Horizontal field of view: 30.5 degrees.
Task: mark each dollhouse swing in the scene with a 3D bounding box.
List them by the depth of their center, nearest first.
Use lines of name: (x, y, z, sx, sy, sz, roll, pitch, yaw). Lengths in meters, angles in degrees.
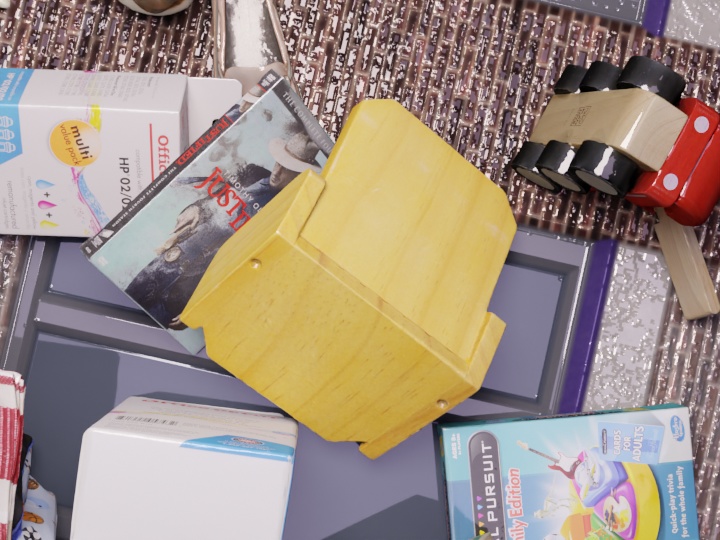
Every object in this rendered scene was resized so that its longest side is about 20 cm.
dollhouse swing: (0.000, 0.000, 1.044, 0.200, 0.176, 0.182, 37, 128, -19)

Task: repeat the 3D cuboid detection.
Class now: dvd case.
dvd case: (-0.101, -0.042, 1.030, 0.200, 0.022, 0.146, -44, 135, -5)

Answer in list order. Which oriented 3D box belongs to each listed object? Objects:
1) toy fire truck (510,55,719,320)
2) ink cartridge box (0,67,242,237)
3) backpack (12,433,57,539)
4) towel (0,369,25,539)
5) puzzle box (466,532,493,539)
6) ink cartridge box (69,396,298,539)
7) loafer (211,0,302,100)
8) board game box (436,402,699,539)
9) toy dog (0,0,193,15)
toy fire truck: (0.233, -0.057, 1.024, 0.200, 0.176, 0.129, 30, 87, -16)
ink cartridge box: (-0.193, -0.090, 1.026, 0.200, 0.068, 0.115, 1, 123, -2)
backpack: (-0.326, 0.204, 0.988, 0.190, 0.200, 0.154, -42, 103, 0)
towel: (-0.300, 0.153, 0.875, 0.144, 0.023, 0.200, 8, 101, 1)
puzzle box: (0.002, 0.251, 0.991, 0.200, 0.133, 0.025, -22, 84, 14)
ink cartridge box: (-0.123, 0.152, 0.982, 0.144, 0.200, 0.085, 8, 92, -2)
loafer: (-0.089, -0.173, 1.060, 0.072, 0.063, 0.200, -10, 89, -2)
board game box: (0.169, 0.192, 1.068, 0.200, 0.047, 0.151, -5, 88, -3)
toy dog: (-0.209, -0.273, 1.024, 0.200, 0.140, 0.194, 26, 100, -1)
